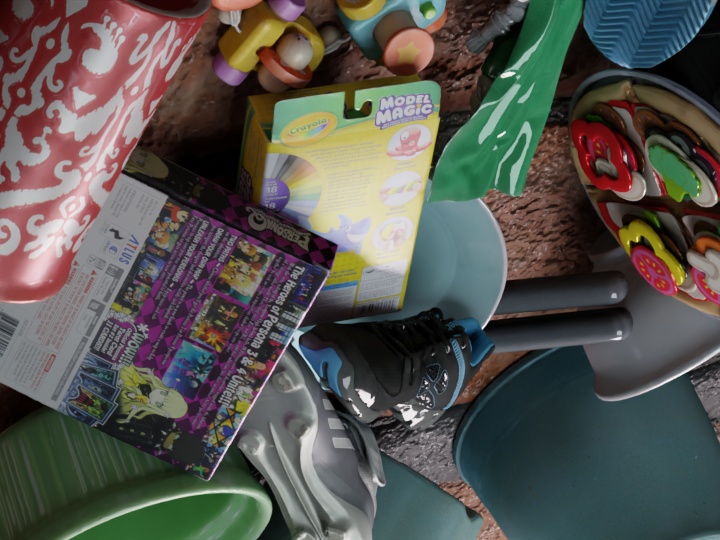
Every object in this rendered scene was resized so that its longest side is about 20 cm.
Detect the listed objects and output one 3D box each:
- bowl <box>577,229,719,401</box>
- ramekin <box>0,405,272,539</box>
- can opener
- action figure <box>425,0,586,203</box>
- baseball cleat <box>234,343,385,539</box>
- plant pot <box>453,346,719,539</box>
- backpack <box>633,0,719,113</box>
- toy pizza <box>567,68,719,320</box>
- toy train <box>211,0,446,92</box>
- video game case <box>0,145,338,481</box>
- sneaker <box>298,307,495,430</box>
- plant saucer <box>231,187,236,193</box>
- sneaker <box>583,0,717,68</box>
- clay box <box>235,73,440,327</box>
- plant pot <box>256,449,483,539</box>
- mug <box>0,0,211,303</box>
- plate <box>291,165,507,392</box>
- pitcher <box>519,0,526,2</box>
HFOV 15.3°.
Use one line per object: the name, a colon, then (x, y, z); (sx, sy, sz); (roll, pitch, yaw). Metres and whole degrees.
bowl: (0.225, -0.002, 1.914); (0.201, 0.091, 0.201); (-36, -172, 6)
ramekin: (-0.169, 0.154, 1.828); (0.199, 0.098, 0.200); (-20, 157, -9)
can opener: (0.094, 0.029, 1.873); (0.199, 0.053, 0.066); (-6, -168, 23)
action figure: (0.102, -0.141, 1.700); (0.118, 0.055, 0.201); (-19, 137, -57)
baseball cleat: (-0.038, 0.107, 1.809); (0.069, 0.107, 0.201); (-6, 123, 19)
plant pot: (0.200, 0.177, 2.070); (0.199, 0.189, 0.201); (-19, 145, -14)
backpack: (0.292, -0.138, 1.783); (0.199, 0.164, 0.154); (-27, 155, -15)
toy pizza: (0.203, -0.042, 1.750); (0.032, 0.200, 0.201); (-38, 150, -25)
toy train: (-0.016, -0.163, 1.602); (0.199, 0.056, 0.151); (-8, 140, -27)
video game case: (-0.135, 0.022, 1.684); (0.180, 0.036, 0.200); (26, 127, -6)
sneaker: (0.024, 0.052, 1.760); (0.082, 0.073, 0.200); (-41, 163, 13)
plant saucer: (-0.121, 0.017, 1.768); (0.200, 0.019, 0.070); (-37, 133, 19)
sneaker: (0.208, -0.211, 1.669); (0.201, 0.076, 0.081); (-60, 171, 34)
clay box: (-0.019, -0.050, 1.688); (0.114, 0.048, 0.201); (-9, 137, -19)
plant pot: (-0.020, 0.225, 1.950); (0.197, 0.200, 0.200); (-58, 144, -5)
mug: (-0.192, -0.100, 1.495); (0.177, 0.134, 0.200); (8, 128, -43)
plate: (0.000, 0.000, 1.810); (0.199, 0.026, 0.201); (-5, 128, -7)
pitcher: (0.132, -0.268, 1.538); (0.199, 0.122, 0.172); (-30, 132, 21)
